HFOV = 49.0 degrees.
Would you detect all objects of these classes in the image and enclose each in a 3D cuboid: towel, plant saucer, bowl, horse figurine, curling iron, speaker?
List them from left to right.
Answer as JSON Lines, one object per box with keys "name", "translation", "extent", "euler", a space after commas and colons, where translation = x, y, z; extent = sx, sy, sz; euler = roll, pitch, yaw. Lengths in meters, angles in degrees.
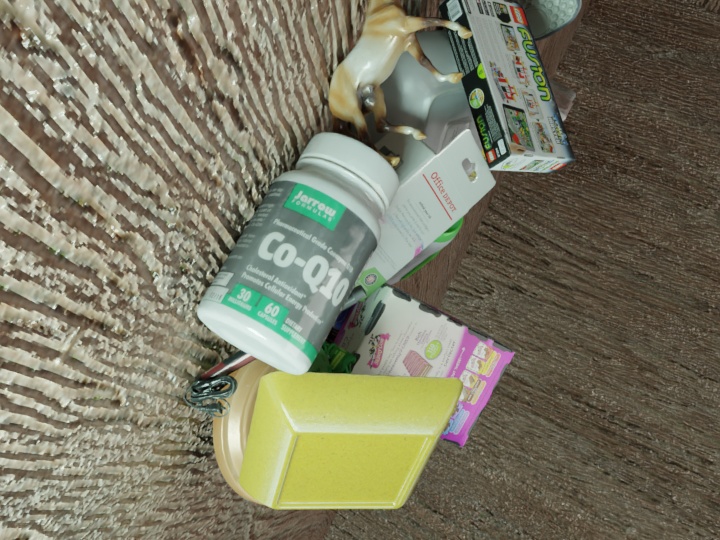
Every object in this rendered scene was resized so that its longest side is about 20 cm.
{"name": "curling iron", "translation": [-0.079, 0.075, 0.755], "extent": [0.200, 0.050, 0.026], "euler": [-34, 151, -3]}
{"name": "plant saucer", "translation": [-0.080, 0.170, 0.907], "extent": [0.200, 0.032, 0.201], "euler": [-3, 94, -48]}
{"name": "plant saucer", "translation": [-0.012, 0.184, 0.793], "extent": [0.048, 0.200, 0.200], "euler": [-99, -161, -45]}
{"name": "horse figurine", "translation": [0.023, -0.182, 0.736], "extent": [0.050, 0.133, 0.200], "euler": [-5, 131, -53]}
{"name": "speaker", "translation": [0.062, -0.044, 1.101], "extent": [0.088, 0.088, 0.200], "euler": [-58, -171, -31]}
{"name": "bowl", "translation": [0.084, -0.171, 0.918], "extent": [0.200, 0.075, 0.200], "euler": [-20, 136, -41]}
{"name": "towel", "translation": [0.234, -0.294, 1.205], "extent": [0.032, 0.200, 0.191], "euler": [-61, 172, 27]}

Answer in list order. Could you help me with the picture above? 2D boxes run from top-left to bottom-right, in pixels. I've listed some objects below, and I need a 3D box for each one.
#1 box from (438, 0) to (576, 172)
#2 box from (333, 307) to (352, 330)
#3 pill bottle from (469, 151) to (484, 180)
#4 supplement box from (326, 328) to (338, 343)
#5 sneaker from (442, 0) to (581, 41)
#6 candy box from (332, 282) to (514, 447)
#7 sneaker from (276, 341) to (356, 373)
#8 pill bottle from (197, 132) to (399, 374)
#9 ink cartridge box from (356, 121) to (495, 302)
{"name": "box", "translation": [0.161, -0.206, 0.865], "extent": [0.110, 0.200, 0.035], "euler": [-2, 161, -38]}
{"name": "box", "translation": [0.000, 0.000, 1.003], "extent": [0.200, 0.041, 0.119], "euler": [-104, -146, -71]}
{"name": "pill bottle", "translation": [0.167, -0.213, 1.261], "extent": [0.200, 0.112, 0.112], "euler": [-65, 170, 26]}
{"name": "supplement box", "translation": [-0.055, 0.149, 1.065], "extent": [0.200, 0.110, 0.086], "euler": [-57, 167, -33]}
{"name": "sneaker", "translation": [0.209, -0.356, 1.060], "extent": [0.077, 0.202, 0.146], "euler": [61, 41, -25]}
{"name": "candy box", "translation": [0.067, 0.109, 0.930], "extent": [0.136, 0.200, 0.061], "euler": [-61, -151, 2]}
{"name": "sneaker", "translation": [-0.049, 0.086, 0.812], "extent": [0.084, 0.200, 0.074], "euler": [-23, -161, 33]}
{"name": "pill bottle", "translation": [-0.051, -0.018, 0.713], "extent": [0.200, 0.113, 0.113], "euler": [-62, 169, -17]}
{"name": "ink cartridge box", "translation": [0.037, -0.073, 0.840], "extent": [0.200, 0.067, 0.117], "euler": [-40, 143, 1]}
